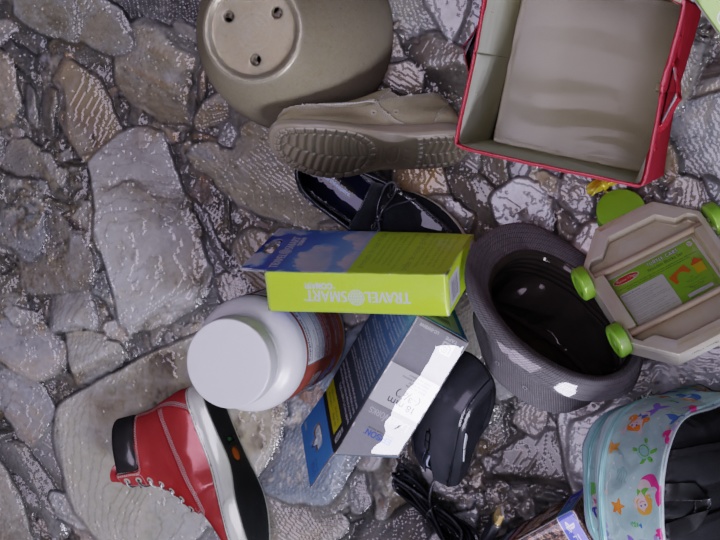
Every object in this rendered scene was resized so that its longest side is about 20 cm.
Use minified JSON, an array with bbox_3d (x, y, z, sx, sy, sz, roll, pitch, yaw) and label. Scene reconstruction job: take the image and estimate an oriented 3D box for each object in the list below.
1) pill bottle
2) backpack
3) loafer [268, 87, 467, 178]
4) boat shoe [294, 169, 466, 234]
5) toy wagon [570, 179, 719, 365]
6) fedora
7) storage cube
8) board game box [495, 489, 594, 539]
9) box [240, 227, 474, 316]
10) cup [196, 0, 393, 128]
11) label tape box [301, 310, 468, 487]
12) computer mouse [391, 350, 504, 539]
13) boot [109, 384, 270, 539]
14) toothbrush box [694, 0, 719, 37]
[{"bbox_3d":[-0.094,0.076,1.573,0.111,0.200,0.113,2,97,17],"label":"pill bottle"},{"bbox_3d":[0.288,0.198,1.476,0.150,0.199,0.179,1,98,36],"label":"backpack"},{"bbox_3d":[0.007,-0.138,1.565,0.198,0.069,0.076,1,142,-13],"label":"loafer"},{"bbox_3d":[0.016,-0.058,1.599,0.199,0.062,0.075,33,102,9],"label":"boat shoe"},{"bbox_3d":[0.277,-0.008,1.509,0.154,0.040,0.201,-25,58,-6],"label":"toy wagon"},{"bbox_3d":[0.173,0.059,1.533,0.200,0.177,0.091,40,135,10],"label":"fedora"},{"bbox_3d":[0.202,-0.181,1.468,0.199,0.180,0.172,14,100,16],"label":"storage cube"},{"bbox_3d":[0.174,0.337,1.576,0.199,0.097,0.160,-32,87,17],"label":"board game box"},{"bbox_3d":[0.000,0.000,1.524,0.198,0.122,0.048,2,110,16],"label":"box"},{"bbox_3d":[-0.082,-0.232,1.566,0.199,0.143,0.202,2,97,17],"label":"cup"},{"bbox_3d":[0.021,0.113,1.569,0.063,0.144,0.201,27,104,-14],"label":"label tape box"},{"bbox_3d":[0.092,0.186,1.557,0.140,0.046,0.201,45,130,30],"label":"computer mouse"},{"bbox_3d":[-0.185,0.234,1.689,0.144,0.072,0.201,-25,81,18],"label":"boot"},{"bbox_3d":[0.384,-0.293,1.419,0.199,0.146,0.086,-35,85,18],"label":"toothbrush box"}]
